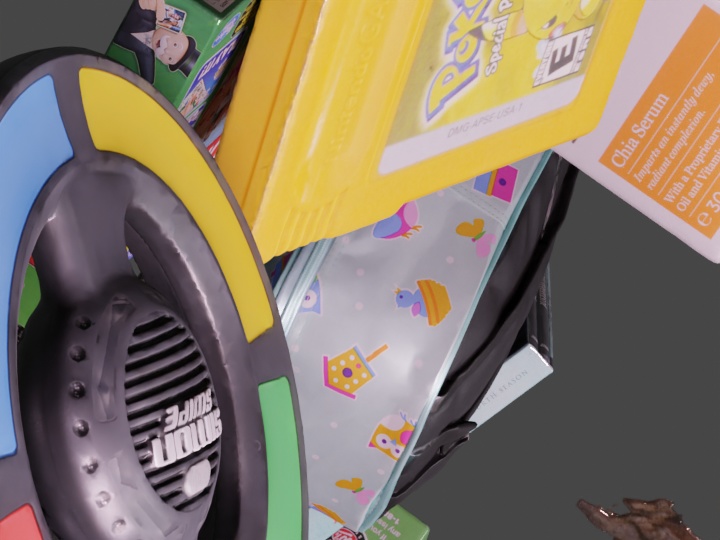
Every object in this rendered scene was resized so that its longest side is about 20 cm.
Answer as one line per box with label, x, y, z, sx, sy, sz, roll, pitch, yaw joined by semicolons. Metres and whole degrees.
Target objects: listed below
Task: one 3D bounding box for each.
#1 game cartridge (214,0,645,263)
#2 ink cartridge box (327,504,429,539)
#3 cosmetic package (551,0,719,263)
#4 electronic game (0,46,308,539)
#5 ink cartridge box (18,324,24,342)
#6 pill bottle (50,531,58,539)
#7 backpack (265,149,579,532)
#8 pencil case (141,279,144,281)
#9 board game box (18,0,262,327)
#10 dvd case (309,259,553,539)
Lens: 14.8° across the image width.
game cartridge;0.039;-0.099;0.904;0.200;0.032;0.177;-25;142;-49
ink cartridge box;-0.083;0.170;1.340;0.200;0.145;0.084;-53;175;-18
cosmetic package;0.093;-0.107;1.087;0.102;0.200;0.071;-58;175;36
electronic game;-0.062;0.040;0.735;0.041;0.201;0.200;-11;-164;22
ink cartridge box;-0.157;0.097;0.949;0.200;0.037;0.095;-62;174;36
pill bottle;-0.153;0.144;0.806;0.200;0.112;0.112;-57;176;30
backpack;0.000;0.000;1.158;0.176;0.153;0.201;119;-9;-55
pencil case;-0.074;0.102;0.996;0.078;0.089;0.201;15;-73;62
board game box;-0.047;-0.073;0.929;0.135;0.029;0.200;-59;175;32
dvd case;0.029;0.037;1.309;0.146;0.022;0.200;-38;-163;17
